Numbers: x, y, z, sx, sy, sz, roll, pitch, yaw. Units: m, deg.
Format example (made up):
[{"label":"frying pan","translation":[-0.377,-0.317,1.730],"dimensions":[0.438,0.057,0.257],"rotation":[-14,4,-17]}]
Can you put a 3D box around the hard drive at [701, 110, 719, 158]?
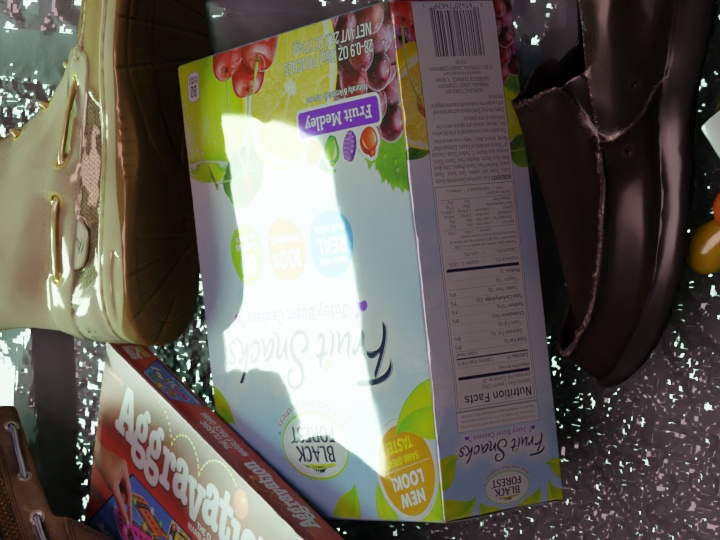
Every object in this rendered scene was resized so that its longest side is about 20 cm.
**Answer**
[{"label":"hard drive","translation":[0.215,-0.003,0.693],"dimensions":[0.132,0.027,0.201],"rotation":[-40,73,32]}]

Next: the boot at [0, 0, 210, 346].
[{"label":"boot","translation":[-0.148,-0.066,0.995],"dimensions":[0.154,0.073,0.202],"rotation":[-2,88,34]}]

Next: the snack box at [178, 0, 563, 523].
[{"label":"snack box","translation":[0.000,0.000,0.882],"dimensions":[0.168,0.067,0.202],"rotation":[-8,89,56]}]

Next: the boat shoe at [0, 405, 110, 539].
[{"label":"boat shoe","translation":[-0.144,0.145,0.966],"dimensions":[0.201,0.072,0.072],"rotation":[61,153,16]}]

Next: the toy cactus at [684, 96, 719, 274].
[{"label":"toy cactus","translation":[0.212,-0.052,0.793],"dimensions":[0.163,0.102,0.202],"rotation":[13,90,18]}]

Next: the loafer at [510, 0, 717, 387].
[{"label":"loafer","translation":[0.092,-0.055,0.818],"dimensions":[0.071,0.073,0.202],"rotation":[5,104,-1]}]

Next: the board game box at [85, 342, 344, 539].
[{"label":"board game box","translation":[-0.068,0.117,0.927],"dimensions":[0.200,0.019,0.104],"rotation":[37,123,51]}]
